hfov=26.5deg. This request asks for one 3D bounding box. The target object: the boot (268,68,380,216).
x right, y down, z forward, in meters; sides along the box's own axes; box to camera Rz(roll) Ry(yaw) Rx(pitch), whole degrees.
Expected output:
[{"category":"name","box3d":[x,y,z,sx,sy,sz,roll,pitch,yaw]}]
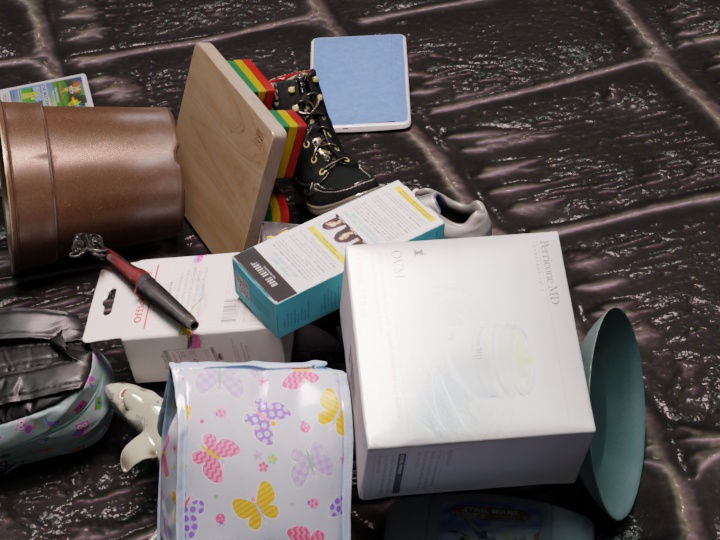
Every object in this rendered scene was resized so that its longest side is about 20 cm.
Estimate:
[{"category":"boot","box3d":[-0.048,-0.147,1.740,0.073,0.155,0.203,-20,14,-17]}]

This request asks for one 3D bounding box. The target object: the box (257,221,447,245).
[{"category":"box","box3d":[0.000,0.000,1.631,0.198,0.160,0.050,6,73,8]}]

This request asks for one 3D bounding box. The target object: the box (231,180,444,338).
[{"category":"box","box3d":[-0.020,-0.013,1.492,0.199,0.049,0.082,-26,48,-24]}]

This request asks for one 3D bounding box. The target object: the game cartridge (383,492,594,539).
[{"category":"game cartridge","box3d":[0.118,0.270,1.429,0.198,0.042,0.134,3,48,7]}]

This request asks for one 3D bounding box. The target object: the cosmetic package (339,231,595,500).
[{"category":"cosmetic package","box3d":[0.090,0.084,1.366,0.198,0.123,0.201,-4,61,-6]}]

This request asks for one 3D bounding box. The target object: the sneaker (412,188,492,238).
[{"category":"sneaker","box3d":[0.058,-0.059,1.742,0.198,0.087,0.075,5,46,10]}]

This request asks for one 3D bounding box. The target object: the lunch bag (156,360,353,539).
[{"category":"lunch bag","box3d":[-0.096,0.182,1.386,0.168,0.202,0.127,0,4,-18]}]

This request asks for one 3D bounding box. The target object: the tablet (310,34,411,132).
[{"category":"tablet","box3d":[-0.002,-0.245,1.994,0.129,0.014,0.201,-2,43,1]}]

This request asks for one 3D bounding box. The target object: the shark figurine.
[{"category":"shark figurine","box3d":[-0.186,0.210,1.473,0.127,0.090,0.216,-2,54,-2]}]

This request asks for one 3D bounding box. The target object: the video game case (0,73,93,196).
[{"category":"video game case","box3d":[-0.421,-0.169,1.931,0.181,0.022,0.201,-13,43,-10]}]

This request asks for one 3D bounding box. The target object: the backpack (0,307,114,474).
[{"category":"backpack","box3d":[-0.349,0.120,1.540,0.199,0.127,0.168,-14,57,3]}]

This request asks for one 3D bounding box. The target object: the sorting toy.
[{"category":"sorting toy","box3d":[-0.138,-0.127,1.758,0.069,0.200,0.200,-7,40,-33]}]

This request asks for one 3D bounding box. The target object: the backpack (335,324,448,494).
[{"category":"backpack","box3d":[0.103,0.106,1.510,0.199,0.147,0.183,-27,61,-16]}]

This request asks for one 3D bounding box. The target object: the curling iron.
[{"category":"curling iron","box3d":[-0.224,0.013,1.513,0.049,0.026,0.200,-2,28,-48]}]

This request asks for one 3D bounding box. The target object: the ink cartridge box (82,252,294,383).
[{"category":"ink cartridge box","box3d":[-0.168,0.047,1.537,0.198,0.068,0.117,-4,42,9]}]

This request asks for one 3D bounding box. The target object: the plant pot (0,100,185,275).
[{"category":"plant pot","box3d":[-0.309,-0.104,1.746,0.197,0.201,0.201,-6,43,-16]}]

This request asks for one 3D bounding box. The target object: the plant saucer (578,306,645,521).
[{"category":"plant saucer","box3d":[0.229,0.136,1.456,0.038,0.202,0.202,-3,40,25]}]

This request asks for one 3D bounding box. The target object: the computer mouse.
[{"category":"computer mouse","box3d":[-0.049,0.144,1.554,0.138,0.053,0.201,5,46,-21]}]
